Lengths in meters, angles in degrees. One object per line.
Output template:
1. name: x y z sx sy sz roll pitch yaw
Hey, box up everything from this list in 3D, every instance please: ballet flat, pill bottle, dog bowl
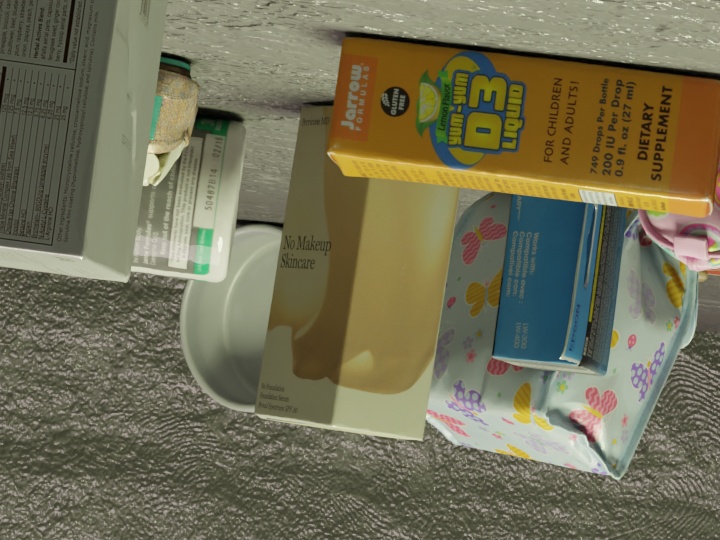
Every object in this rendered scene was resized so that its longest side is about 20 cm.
1. ballet flat: -0.134 -0.088 1.561 0.067 0.068 0.200 8 177 -3
2. pill bottle: -0.182 -0.059 1.755 0.198 0.114 0.113 8 177 -3
3. dog bowl: -0.095 0.053 2.747 0.199 0.202 0.079 5 179 36

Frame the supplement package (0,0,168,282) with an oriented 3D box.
1. supplement package: -0.192 -0.083 1.066 0.198 0.148 0.191 8 177 0

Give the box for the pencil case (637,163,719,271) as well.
1. pencil case: 0.237 -0.031 1.530 0.087 0.088 0.200 6 175 27

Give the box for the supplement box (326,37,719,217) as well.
1. supplement box: 0.085 -0.073 1.307 0.198 0.067 0.069 7 177 10

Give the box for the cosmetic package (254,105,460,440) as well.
1. cosmetic package: 0.000 0.000 1.594 0.071 0.202 0.105 11 175 -31

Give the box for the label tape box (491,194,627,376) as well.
1. label tape box: 0.122 -0.012 1.582 0.066 0.145 0.200 7 177 13

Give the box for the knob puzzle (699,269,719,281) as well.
1. knob puzzle: 0.322 0.002 2.377 0.218 0.031 0.220 7 177 0

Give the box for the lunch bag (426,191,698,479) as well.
1. lunch bag: 0.140 0.029 1.786 0.169 0.201 0.127 7 157 47
